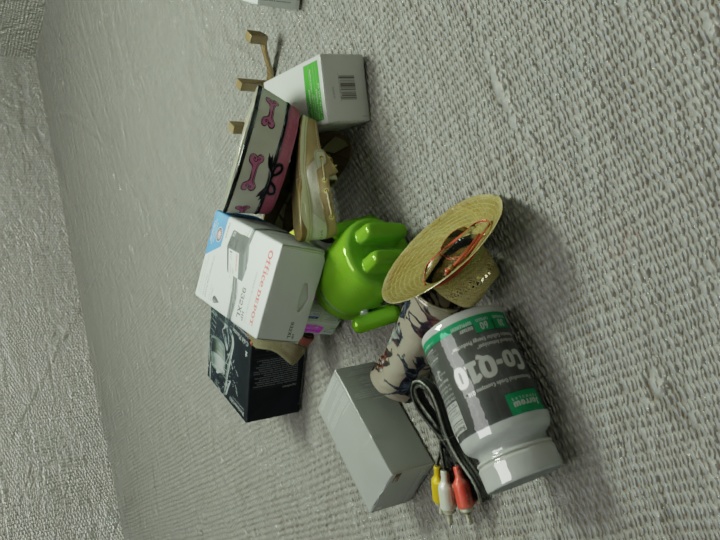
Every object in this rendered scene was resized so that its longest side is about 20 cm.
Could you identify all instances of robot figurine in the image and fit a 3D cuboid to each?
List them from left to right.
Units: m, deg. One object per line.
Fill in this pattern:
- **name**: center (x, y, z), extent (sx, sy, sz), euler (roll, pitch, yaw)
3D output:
- **robot figurine**: center (0.000, 0.000, 1.153), extent (0.200, 0.115, 0.177), euler (-44, 57, 52)

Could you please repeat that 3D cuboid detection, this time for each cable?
- **cable**: center (0.113, 0.245, 1.045), extent (0.097, 0.050, 0.202), euler (-8, 103, 58)

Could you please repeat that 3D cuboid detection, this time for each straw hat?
- **straw hat**: center (0.125, -0.001, 0.972), extent (0.085, 0.202, 0.200), euler (44, 151, -16)

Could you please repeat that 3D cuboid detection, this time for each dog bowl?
- **dog bowl**: center (-0.152, -0.176, 1.196), extent (0.200, 0.073, 0.202), euler (-165, 90, -77)

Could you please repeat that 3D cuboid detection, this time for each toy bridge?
- **toy bridge**: center (-0.200, -0.348, 1.464), extent (0.027, 0.067, 0.202), euler (49, 133, 43)

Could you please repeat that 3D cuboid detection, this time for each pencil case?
- **pencil case**: center (0.074, 0.096, 1.086), extent (0.090, 0.077, 0.201), euler (-106, 29, -48)

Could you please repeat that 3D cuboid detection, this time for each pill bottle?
- **pill bottle**: center (0.157, 0.153, 0.928), extent (0.113, 0.112, 0.202), euler (-49, 55, 49)

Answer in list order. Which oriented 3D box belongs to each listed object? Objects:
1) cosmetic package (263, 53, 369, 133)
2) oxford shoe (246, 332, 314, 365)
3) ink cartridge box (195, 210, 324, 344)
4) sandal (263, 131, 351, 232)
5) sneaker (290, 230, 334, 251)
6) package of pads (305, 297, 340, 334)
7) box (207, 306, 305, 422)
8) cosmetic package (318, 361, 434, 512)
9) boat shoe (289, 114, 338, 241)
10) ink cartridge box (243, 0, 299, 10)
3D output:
- **cosmetic package**: center (-0.074, -0.275, 1.258), extent (0.199, 0.084, 0.109), euler (-4, 95, 57)
- **oxford shoe**: center (-0.182, 0.095, 1.333), extent (0.199, 0.070, 0.075), euler (30, 105, 3)
- **ink cartridge box**: center (-0.157, 0.006, 1.183), extent (0.199, 0.083, 0.147), euler (26, 103, 47)
- **sandal**: center (-0.094, -0.149, 1.276), extent (0.201, 0.080, 0.054), euler (-52, 21, 18)
- **sneaker**: center (-0.109, -0.075, 1.357), extent (0.200, 0.075, 0.077), euler (47, 132, 46)
- **package of pads**: center (-0.138, 0.023, 1.336), extent (0.069, 0.153, 0.200), euler (-59, 45, 24)
- **box**: center (-0.202, 0.151, 1.502), extent (0.200, 0.123, 0.199), euler (33, 124, 51)
- **cosmetic package**: center (0.019, 0.253, 1.196), extent (0.201, 0.089, 0.107), euler (57, 139, 32)
- **boat shoe**: center (-0.067, -0.136, 1.155), extent (0.074, 0.066, 0.202), euler (131, 139, -66)
- **ink cartridge box**: center (-0.163, -0.569, 1.351), extent (0.145, 0.087, 0.202), euler (37, 124, 50)
